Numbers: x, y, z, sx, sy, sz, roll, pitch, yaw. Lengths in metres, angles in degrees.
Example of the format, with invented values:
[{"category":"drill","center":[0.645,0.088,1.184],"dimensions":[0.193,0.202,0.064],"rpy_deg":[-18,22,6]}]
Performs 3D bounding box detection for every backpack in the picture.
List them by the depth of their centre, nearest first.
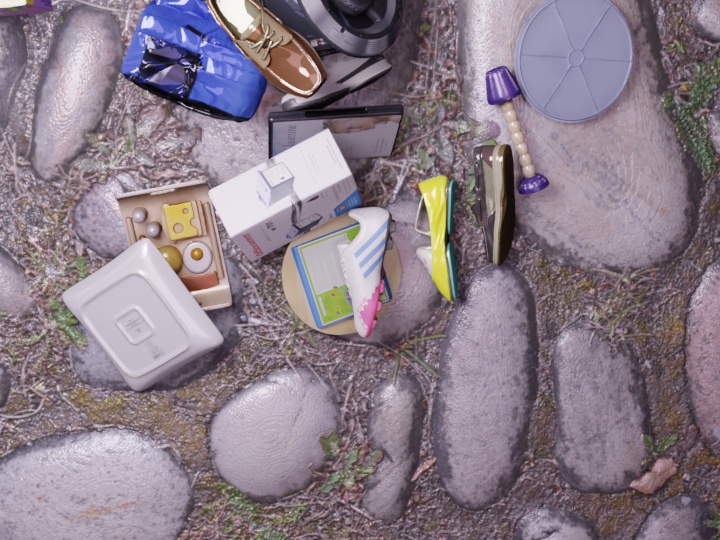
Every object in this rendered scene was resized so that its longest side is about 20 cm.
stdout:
[{"category":"backpack","center":[-0.220,-0.308,1.304],"dimensions":[0.198,0.163,0.169],"rpy_deg":[22,109,-16]}]

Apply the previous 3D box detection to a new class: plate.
[{"category":"plate","center":[-0.339,0.078,1.404],"dimensions":[0.198,0.032,0.201],"rpy_deg":[-29,105,24]}]

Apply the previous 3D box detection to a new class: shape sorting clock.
[{"category":"shape sorting clock","center":[-0.030,0.003,1.470],"dimensions":[0.197,0.039,0.203],"rpy_deg":[-2,102,-12]}]

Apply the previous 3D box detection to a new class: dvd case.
[{"category":"dvd case","center":[-0.041,-0.203,1.378],"dimensions":[0.197,0.143,0.018],"rpy_deg":[-5,72,-7]}]

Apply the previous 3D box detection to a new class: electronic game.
[{"category":"electronic game","center":[-0.017,-0.394,1.279],"dimensions":[0.198,0.041,0.203],"rpy_deg":[12,71,-39]}]

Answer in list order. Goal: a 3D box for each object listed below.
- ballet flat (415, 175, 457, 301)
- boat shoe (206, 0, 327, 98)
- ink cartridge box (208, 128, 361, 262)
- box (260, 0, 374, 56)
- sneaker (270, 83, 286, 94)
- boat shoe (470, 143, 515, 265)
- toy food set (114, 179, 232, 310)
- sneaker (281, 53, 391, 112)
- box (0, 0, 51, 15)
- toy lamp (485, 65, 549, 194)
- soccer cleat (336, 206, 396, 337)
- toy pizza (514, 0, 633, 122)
[{"category":"ballet flat","center":[0.121,-0.051,1.477],"dimensions":[0.066,0.067,0.203],"rpy_deg":[-1,100,13]},{"category":"boat shoe","center":[-0.131,-0.303,1.194],"dimensions":[0.200,0.074,0.076],"rpy_deg":[43,104,3]},{"category":"ink cartridge box","center":[-0.108,-0.109,1.370],"dimensions":[0.198,0.147,0.087],"rpy_deg":[-29,75,-1]},{"category":"box","center":[-0.067,-0.386,1.297],"dimensions":[0.198,0.043,0.163],"rpy_deg":[-20,95,-34]},{"category":"sneaker","center":[-0.114,-0.362,1.357],"dimensions":[0.076,0.080,0.203],"rpy_deg":[-5,104,-7]},{"category":"boat shoe","center":[0.209,-0.107,1.472],"dimensions":[0.065,0.072,0.204],"rpy_deg":[12,121,27]},{"category":"toy food set","center":[-0.286,-0.031,1.414],"dimensions":[0.141,0.060,0.203],"rpy_deg":[-11,104,-6]},{"category":"sneaker","center":[-0.055,-0.310,1.367],"dimensions":[0.199,0.075,0.117],"rpy_deg":[-32,96,-30]},{"category":"box","center":[-0.492,-0.451,1.231],"dimensions":[0.095,0.176,0.203],"rpy_deg":[-6,103,-7]},{"category":"toy lamp","center":[0.244,-0.223,1.455],"dimensions":[0.057,0.058,0.203],"rpy_deg":[-21,106,-3]},{"category":"soccer cleat","center":[0.000,0.000,1.428],"dimensions":[0.085,0.070,0.203],"rpy_deg":[10,95,-1]},{"category":"toy pizza","center":[0.336,-0.337,1.455],"dimensions":[0.197,0.032,0.204],"rpy_deg":[-2,104,-8]}]
